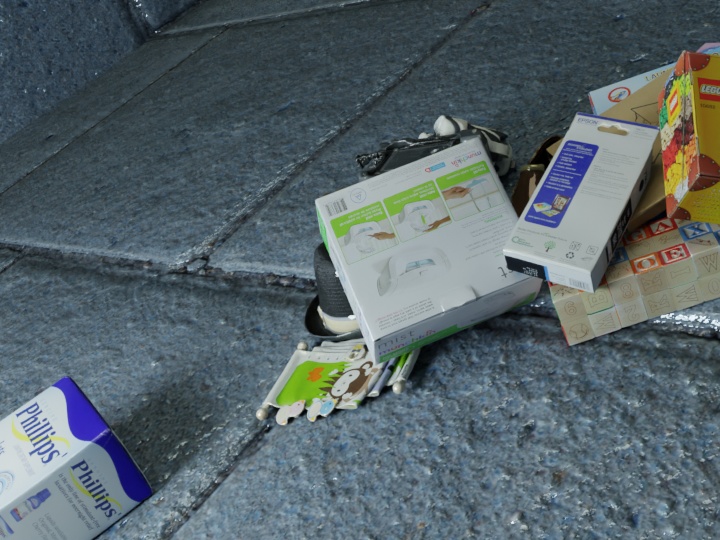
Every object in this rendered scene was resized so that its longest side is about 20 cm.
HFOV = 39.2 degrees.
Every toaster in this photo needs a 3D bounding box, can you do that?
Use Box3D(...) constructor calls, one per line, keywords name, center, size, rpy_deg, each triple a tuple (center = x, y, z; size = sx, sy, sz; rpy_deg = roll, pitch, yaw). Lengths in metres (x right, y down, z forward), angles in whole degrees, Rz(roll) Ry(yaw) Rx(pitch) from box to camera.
Box3D(name="toaster", center=(0.089, -0.096, 1.301), size=(0.198, 0.130, 0.114), rpy_deg=(-4, 34, 35))

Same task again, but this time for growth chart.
Box3D(name="growth chart", center=(-0.018, 0.116, 1.155), size=(0.198, 0.018, 0.145), rpy_deg=(-13, 32, 26))

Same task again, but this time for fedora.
Box3D(name="fedora", center=(0.000, 0.000, 1.229), size=(0.199, 0.092, 0.201), rpy_deg=(-20, 21, 8))

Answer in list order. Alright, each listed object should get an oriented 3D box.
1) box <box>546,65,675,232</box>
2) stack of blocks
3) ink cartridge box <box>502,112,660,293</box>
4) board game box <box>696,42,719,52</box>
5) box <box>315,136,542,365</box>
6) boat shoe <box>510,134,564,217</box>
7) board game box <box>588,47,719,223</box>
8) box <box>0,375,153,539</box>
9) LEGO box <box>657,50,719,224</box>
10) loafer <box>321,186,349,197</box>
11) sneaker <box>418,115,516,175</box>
Box3D(name="box", center=(0.326, -0.142, 1.108), size=(0.199, 0.021, 0.164), rpy_deg=(-33, 43, -2))
Box3D(name="stack of blocks", center=(0.295, -0.007, 1.049), size=(0.198, 0.059, 0.116), rpy_deg=(-19, 29, 14))
Box3D(name="ink cartridge box", center=(0.233, -0.074, 1.047), size=(0.099, 0.039, 0.201), rpy_deg=(17, 62, 31))
Box3D(name="board game box", center=(0.476, -0.224, 1.279), size=(0.199, 0.041, 0.199), rpy_deg=(-42, 32, -26))
Box3D(name="box", center=(0.074, -0.021, 1.106), size=(0.198, 0.097, 0.178), rpy_deg=(-22, 70, -6))
Box3D(name="boat shoe", center=(0.214, -0.097, 1.254), size=(0.074, 0.075, 0.203), rpy_deg=(-5, 35, 35))
Box3D(name="board game box", center=(0.379, -0.157, 1.152), size=(0.198, 0.056, 0.197), rpy_deg=(-17, 44, 15))
Box3D(name="box", center=(-0.367, 0.240, 1.147), size=(0.199, 0.106, 0.183), rpy_deg=(-36, 30, -18))
Box3D(name="LEGO box", center=(0.401, -0.121, 0.981), size=(0.197, 0.077, 0.150), rpy_deg=(7, 61, -2))
Box3D(name="loafer", center=(-0.008, -0.075, 1.406), size=(0.067, 0.076, 0.200), rpy_deg=(-32, 28, 2))
Box3D(name="sneaker", center=(0.148, -0.155, 1.422), size=(0.199, 0.128, 0.080), rpy_deg=(130, 153, -71))
